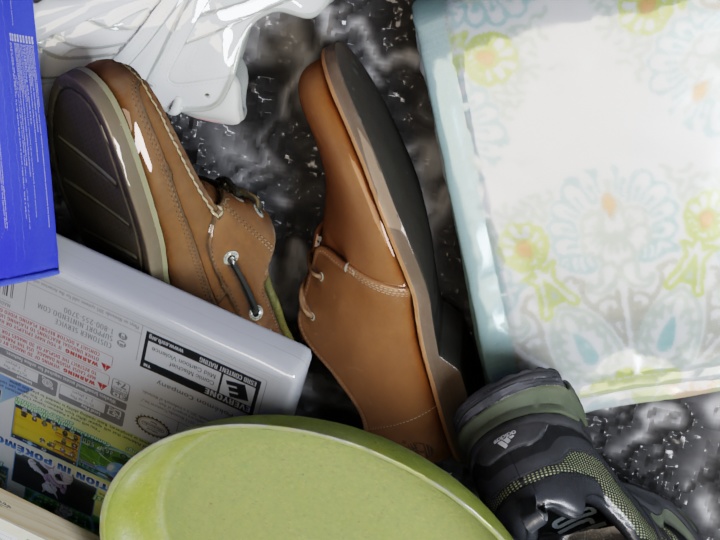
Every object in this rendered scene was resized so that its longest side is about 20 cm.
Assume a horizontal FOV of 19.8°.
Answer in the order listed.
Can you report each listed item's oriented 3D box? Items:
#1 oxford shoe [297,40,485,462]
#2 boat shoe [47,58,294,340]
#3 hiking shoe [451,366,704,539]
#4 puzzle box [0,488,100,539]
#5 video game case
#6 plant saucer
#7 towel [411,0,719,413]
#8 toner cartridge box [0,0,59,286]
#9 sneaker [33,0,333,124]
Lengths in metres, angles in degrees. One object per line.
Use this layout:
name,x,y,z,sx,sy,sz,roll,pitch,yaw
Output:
oxford shoe,0.000,0.000,0.902,0.071,0.071,0.201,-12,108,13
boat shoe,-0.076,-0.014,0.887,0.068,0.072,0.200,-32,134,-21
hiking shoe,0.104,0.135,0.897,0.076,0.101,0.200,-29,128,18
puzzle box,-0.199,0.141,0.883,0.133,0.025,0.200,-45,130,13
video game case,-0.129,0.055,0.899,0.199,0.022,0.183,24,137,6
plant saucer,-0.012,0.128,0.867,0.199,0.031,0.200,13,133,14
towel,0.122,-0.036,0.891,0.171,0.048,0.201,-11,107,6
toner cartridge box,-0.156,-0.093,0.780,0.043,0.095,0.201,-5,92,8
sneaker,-0.096,-0.091,0.877,0.200,0.078,0.099,-31,106,15
